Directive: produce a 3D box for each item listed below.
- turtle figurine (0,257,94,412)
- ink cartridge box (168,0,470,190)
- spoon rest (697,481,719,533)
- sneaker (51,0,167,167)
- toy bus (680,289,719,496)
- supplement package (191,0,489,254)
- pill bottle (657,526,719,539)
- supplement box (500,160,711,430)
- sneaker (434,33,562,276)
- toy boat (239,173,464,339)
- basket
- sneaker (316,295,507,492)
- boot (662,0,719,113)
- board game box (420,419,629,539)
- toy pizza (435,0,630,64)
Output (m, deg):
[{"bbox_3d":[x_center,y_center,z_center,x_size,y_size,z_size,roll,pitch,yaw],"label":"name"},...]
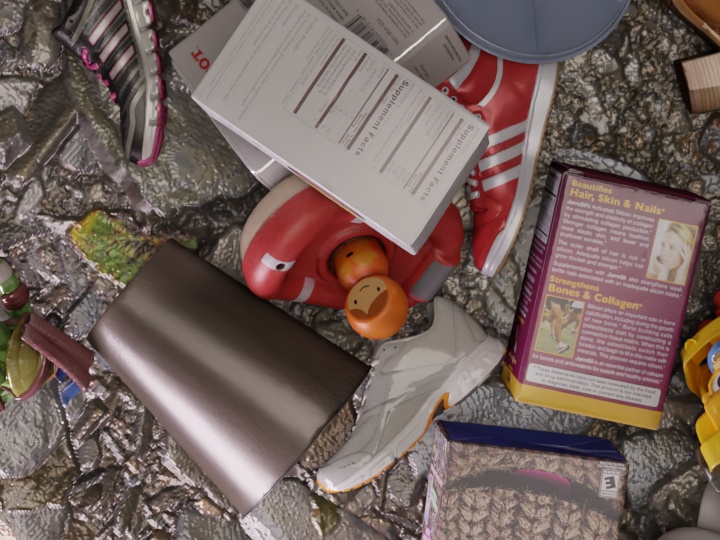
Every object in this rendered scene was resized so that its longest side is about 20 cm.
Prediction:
[{"bbox_3d":[-0.329,0.058,1.571,0.144,0.194,0.200,-45,86,8],"label":"turtle figurine"},{"bbox_3d":[-0.034,-0.176,1.592,0.200,0.084,0.146,-38,66,3],"label":"ink cartridge box"},{"bbox_3d":[0.326,0.279,1.699,0.060,0.099,0.202,-9,94,-46],"label":"spoon rest"},{"bbox_3d":[-0.211,-0.184,1.616,0.087,0.074,0.202,-8,92,-2],"label":"sneaker"},{"bbox_3d":[0.333,0.094,1.618,0.135,0.200,0.193,-34,60,15],"label":"toy bus"},{"bbox_3d":[-0.011,-0.114,1.471,0.199,0.114,0.110,34,90,5],"label":"supplement package"},{"bbox_3d":[0.268,0.328,1.655,0.115,0.116,0.201,17,121,-5],"label":"pill bottle"},{"bbox_3d":[0.205,0.020,1.647,0.130,0.103,0.202,13,97,-4],"label":"supplement box"},{"bbox_3d":[0.095,-0.102,1.642,0.112,0.071,0.202,14,88,-9],"label":"sneaker"},{"bbox_3d":[0.000,0.000,1.583,0.199,0.131,0.131,11,131,-34],"label":"toy boat"},{"bbox_3d":[-0.120,0.081,1.623,0.200,0.136,0.181,40,121,-1],"label":"basket"},{"bbox_3d":[0.027,0.105,1.670,0.200,0.076,0.092,-43,90,-5],"label":"sneaker"},{"bbox_3d":[0.330,-0.243,1.633,0.154,0.074,0.201,-17,109,0],"label":"boot"},{"bbox_3d":[0.135,0.243,1.673,0.158,0.097,0.202,6,96,-4],"label":"board game box"},{"bbox_3d":[0.138,-0.270,1.629,0.198,0.032,0.202,2,80,-14],"label":"toy pizza"}]
